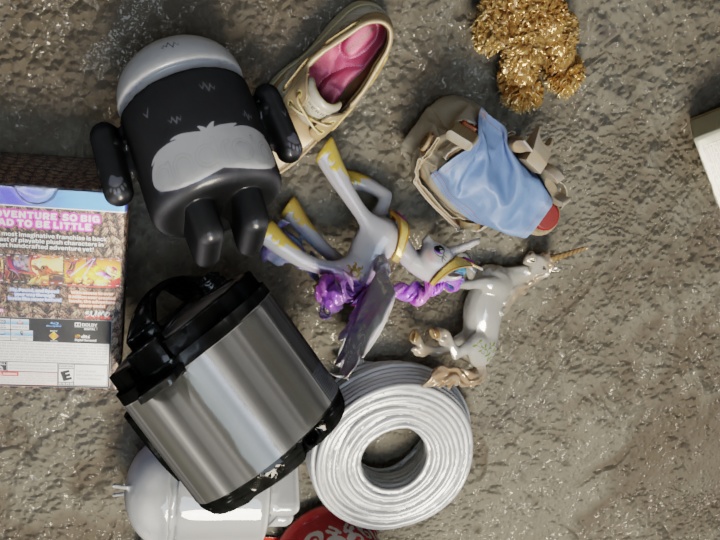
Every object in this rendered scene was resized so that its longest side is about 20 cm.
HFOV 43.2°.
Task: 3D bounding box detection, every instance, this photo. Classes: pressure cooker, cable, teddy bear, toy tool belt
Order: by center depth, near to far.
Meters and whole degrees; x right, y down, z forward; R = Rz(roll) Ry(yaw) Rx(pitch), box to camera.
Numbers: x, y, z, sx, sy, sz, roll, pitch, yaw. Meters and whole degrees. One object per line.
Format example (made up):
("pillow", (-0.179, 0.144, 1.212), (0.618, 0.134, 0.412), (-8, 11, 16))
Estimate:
("pressure cooker", (-0.131, 0.096, 0.845), (0.178, 0.175, 0.201), (-39, 98, -26))
("teddy bear", (0.168, -0.251, 0.878), (0.143, 0.067, 0.203), (-5, 113, -13))
("toy tool belt", (0.141, -0.087, 0.901), (0.199, 0.123, 0.126), (33, 94, -22))
("cable", (0.035, 0.198, 1.030), (0.197, 0.069, 0.203), (1, 112, -13))

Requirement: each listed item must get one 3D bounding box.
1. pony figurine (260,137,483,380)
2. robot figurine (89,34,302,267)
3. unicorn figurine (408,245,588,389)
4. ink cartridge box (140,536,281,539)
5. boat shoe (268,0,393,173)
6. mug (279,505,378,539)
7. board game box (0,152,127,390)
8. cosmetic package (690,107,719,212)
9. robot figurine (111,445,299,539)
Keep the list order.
("pony figurine", (0.000, 0.000, 0.904), (0.199, 0.167, 0.194), (37, 87, -2))
("robot figurine", (-0.143, -0.108, 0.806), (0.124, 0.202, 0.149), (-31, 162, 31))
("unicorn figurine", (0.134, 0.035, 0.988), (0.136, 0.074, 0.202), (13, 109, -26))
("ink cartridge box", (-0.169, 0.395, 1.079), (0.197, 0.050, 0.165), (6, 111, -11))
("boat shoe", (-0.041, -0.169, 0.864), (0.073, 0.069, 0.201), (34, 101, -22))
("mug", (-0.022, 0.394, 1.016), (0.133, 0.200, 0.178), (35, 97, -31))
("board game box", (-0.302, 0.001, 0.861), (0.157, 0.097, 0.203), (4, 111, -14))
("cosmetic package", (0.454, -0.139, 0.935), (0.198, 0.073, 0.105), (-20, 109, 24))
("robot figurine", (-0.166, 0.237, 0.979), (0.197, 0.114, 0.170), (4, 145, -15))
